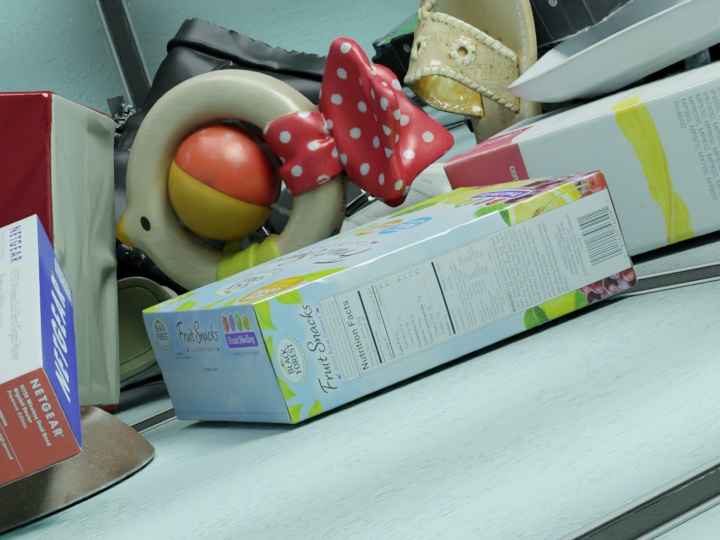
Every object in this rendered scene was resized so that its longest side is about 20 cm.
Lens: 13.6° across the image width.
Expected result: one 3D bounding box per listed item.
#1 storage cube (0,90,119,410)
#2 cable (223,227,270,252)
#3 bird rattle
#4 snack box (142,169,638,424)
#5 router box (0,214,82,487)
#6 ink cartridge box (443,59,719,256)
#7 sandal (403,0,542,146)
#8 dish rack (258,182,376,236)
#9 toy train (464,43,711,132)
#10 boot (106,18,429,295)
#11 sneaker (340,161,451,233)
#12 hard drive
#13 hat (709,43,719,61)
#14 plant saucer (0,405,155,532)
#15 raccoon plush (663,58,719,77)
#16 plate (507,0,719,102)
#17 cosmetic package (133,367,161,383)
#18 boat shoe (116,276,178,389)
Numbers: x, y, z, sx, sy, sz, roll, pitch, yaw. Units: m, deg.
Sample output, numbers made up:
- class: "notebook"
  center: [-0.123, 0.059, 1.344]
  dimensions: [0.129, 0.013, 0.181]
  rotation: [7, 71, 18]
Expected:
- class: "storage cube"
  center: [-0.233, -0.006, 1.634]
  dimensions: [0.179, 0.172, 0.200]
  rotation: [-1, -2, 8]
- class: "cable"
  center: [-0.116, -0.017, 1.903]
  dimensions: [0.050, 0.098, 0.200]
  rotation: [-9, -20, -41]
- class: "bird rattle"
  center: [-0.054, -0.042, 1.655]
  dimensions: [0.162, 0.201, 0.113]
  rotation: [26, 26, 14]
- class: "snack box"
  center: [0.012, 0.014, 1.513]
  dimensions: [0.199, 0.068, 0.168]
  rotation: [-23, 7, -22]
- class: "router box"
  center: [-0.225, 0.060, 1.437]
  dimensions: [0.179, 0.049, 0.200]
  rotation: [-22, 22, 2]
- class: "ink cartridge box"
  center: [0.167, -0.061, 1.654]
  dimensions: [0.199, 0.084, 0.145]
  rotation: [-17, 4, 24]
- class: "sandal"
  center: [0.061, -0.110, 1.767]
  dimensions: [0.069, 0.213, 0.077]
  rotation: [-20, 5, -39]
- class: "dish rack"
  center: [-0.018, -0.033, 1.991]
  dimensions: [0.153, 0.055, 0.200]
  rotation: [-38, -9, 22]
- class: "toy train"
  center: [0.146, -0.107, 1.916]
  dimensions: [0.199, 0.114, 0.085]
  rotation: [0, 33, 43]
- class: "boot"
  center: [-0.073, -0.054, 1.780]
  dimensions: [0.197, 0.073, 0.163]
  rotation: [20, 67, 25]
- class: "sneaker"
  center: [0.000, 0.000, 1.755]
  dimensions: [0.092, 0.076, 0.200]
  rotation: [-32, 4, -37]
- class: "hard drive"
  center: [0.112, -0.173, 1.850]
  dimensions: [0.140, 0.038, 0.200]
  rotation: [-39, 16, -37]
- class: "hat"
  center: [0.229, -0.173, 1.932]
  dimensions: [0.200, 0.201, 0.081]
  rotation: [-14, 27, 42]
- class: "plant saucer"
  center: [-0.199, 0.107, 1.474]
  dimensions: [0.199, 0.035, 0.200]
  rotation: [-19, 4, 1]
- class: "raccoon plush"
  center: [0.257, -0.098, 1.828]
  dimensions: [0.199, 0.097, 0.134]
  rotation: [-6, -14, -46]
- class: "plate"
  center: [0.197, -0.151, 1.726]
  dimensions: [0.199, 0.032, 0.200]
  rotation: [-24, 6, 22]
- class: "cosmetic package"
  center: [-0.197, 0.045, 1.848]
  dimensions: [0.199, 0.083, 0.051]
  rotation: [-18, 5, -5]
- class: "boat shoe"
  center: [-0.191, 0.063, 1.751]
  dimensions: [0.199, 0.075, 0.068]
  rotation: [-18, -11, 8]
